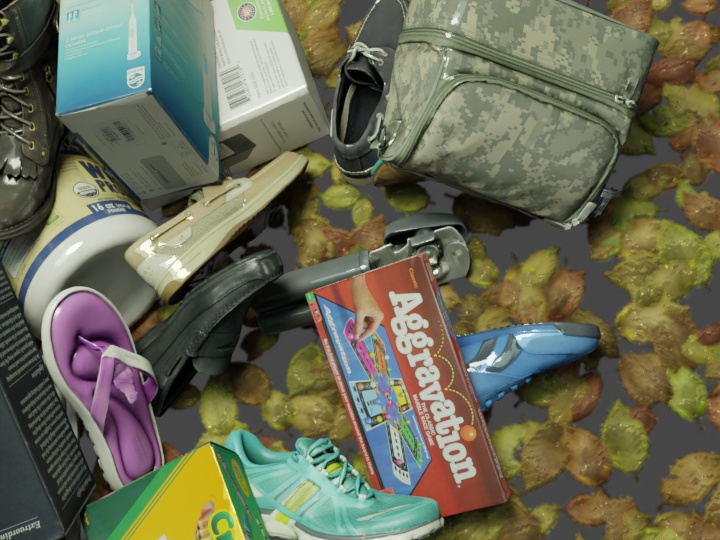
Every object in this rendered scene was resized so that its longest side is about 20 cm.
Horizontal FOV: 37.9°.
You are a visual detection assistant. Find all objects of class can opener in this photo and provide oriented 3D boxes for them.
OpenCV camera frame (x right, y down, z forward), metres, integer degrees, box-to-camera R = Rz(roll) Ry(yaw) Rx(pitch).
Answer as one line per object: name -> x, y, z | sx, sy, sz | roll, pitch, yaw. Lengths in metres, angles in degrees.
can opener -> 0.000, 0.000, 0.924 | 0.199, 0.054, 0.067 | -16, 32, 10

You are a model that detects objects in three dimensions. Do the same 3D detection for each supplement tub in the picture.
supplement tub -> -0.284, -0.040, 0.961 | 0.144, 0.144, 0.200 | -44, 64, -5

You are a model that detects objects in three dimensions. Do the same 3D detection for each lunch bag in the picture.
lunch bag -> 0.122, -0.137, 0.852 | 0.199, 0.139, 0.169 | 17, 99, -19

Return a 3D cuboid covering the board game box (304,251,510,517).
board game box -> 0.036, 0.096, 0.818 | 0.102, 0.019, 0.201 | -19, 93, 19

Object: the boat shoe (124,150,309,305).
boat shoe -> -0.122, -0.053, 0.925 | 0.065, 0.072, 0.200 | 41, 57, 5

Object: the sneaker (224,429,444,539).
sneaker -> -0.031, 0.171, 0.814 | 0.199, 0.077, 0.080 | 6, 93, 27

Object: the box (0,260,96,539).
box -> -0.307, 0.112, 0.765 | 0.148, 0.107, 0.201 | -20, 98, 1

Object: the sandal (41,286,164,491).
sandal -> -0.195, 0.100, 0.860 | 0.050, 0.204, 0.083 | 5, 36, 30

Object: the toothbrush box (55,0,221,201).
toothbrush box -> -0.186, -0.185, 0.895 | 0.085, 0.147, 0.201 | -11, 64, 11

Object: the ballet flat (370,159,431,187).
ballet flat -> 0.100, -0.131, 0.941 | 0.072, 0.068, 0.200 | 44, 81, 7

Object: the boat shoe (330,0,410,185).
boat shoe -> 0.014, -0.181, 0.978 | 0.072, 0.063, 0.201 | 6, 70, 18

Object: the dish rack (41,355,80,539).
dish rack -> -0.306, 0.179, 0.874 | 0.171, 0.044, 0.201 | -16, 56, 6

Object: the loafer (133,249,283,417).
loafer -> -0.130, 0.055, 0.897 | 0.200, 0.068, 0.071 | -39, 83, 28

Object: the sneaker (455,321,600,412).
sneaker -> 0.097, 0.087, 0.847 | 0.199, 0.066, 0.079 | -11, 79, 11

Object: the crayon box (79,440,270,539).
crayon box -> -0.117, 0.244, 0.770 | 0.118, 0.058, 0.201 | -28, 66, 6

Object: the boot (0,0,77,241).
boot -> -0.282, -0.144, 0.839 | 0.069, 0.175, 0.201 | 9, 53, 4

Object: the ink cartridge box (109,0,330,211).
ink cartridge box -> -0.147, -0.168, 1.008 | 0.199, 0.084, 0.146 | -22, 63, 6
